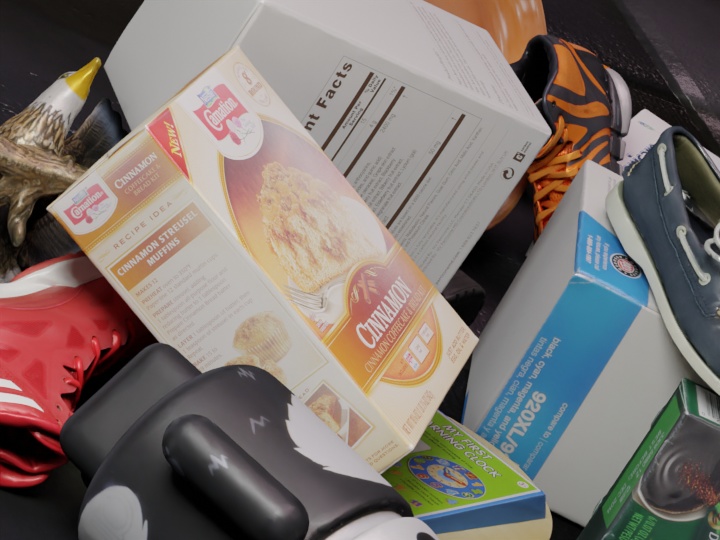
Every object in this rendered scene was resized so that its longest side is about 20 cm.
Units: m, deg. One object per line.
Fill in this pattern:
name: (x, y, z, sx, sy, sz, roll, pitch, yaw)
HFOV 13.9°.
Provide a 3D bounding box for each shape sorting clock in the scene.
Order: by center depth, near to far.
shape sorting clock: (0.006, 0.104, 1.538, 0.199, 0.039, 0.200, 16, 23, -7)

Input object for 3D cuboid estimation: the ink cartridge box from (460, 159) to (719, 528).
ink cartridge box: (0.177, 0.066, 1.674, 0.199, 0.145, 0.147, 27, 26, -7)

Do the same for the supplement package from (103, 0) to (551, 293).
supplement package: (-0.020, -0.094, 1.630, 0.199, 0.120, 0.121, 23, 24, -30)

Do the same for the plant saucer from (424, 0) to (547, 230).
plant saucer: (0.057, -0.123, 1.817, 0.037, 0.201, 0.200, 2, 10, 30)

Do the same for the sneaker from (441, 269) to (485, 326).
sneaker: (0.002, -0.002, 1.719, 0.104, 0.060, 0.200, 44, 22, 25)

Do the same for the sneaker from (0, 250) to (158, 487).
sneaker: (-0.147, 0.056, 1.440, 0.199, 0.078, 0.116, -8, 51, -36)

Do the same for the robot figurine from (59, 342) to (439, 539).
robot figurine: (-0.045, 0.122, 1.342, 0.200, 0.125, 0.150, 42, 27, 25)

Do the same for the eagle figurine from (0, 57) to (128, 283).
eagle figurine: (-0.185, -0.054, 1.561, 0.200, 0.150, 0.152, -175, -114, -79)

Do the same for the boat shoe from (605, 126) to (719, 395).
boat shoe: (0.199, 0.004, 1.573, 0.075, 0.062, 0.200, 12, 35, -33)

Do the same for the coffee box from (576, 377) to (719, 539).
coffee box: (0.231, 0.153, 1.601, 0.199, 0.123, 0.044, 27, 23, -12)

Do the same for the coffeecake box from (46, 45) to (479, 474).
coffeecake box: (-0.044, 0.003, 1.466, 0.200, 0.073, 0.154, 50, 24, -6)

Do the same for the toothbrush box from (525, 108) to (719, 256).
toothbrush box: (0.229, -0.006, 1.943, 0.200, 0.085, 0.146, 35, 26, 8)

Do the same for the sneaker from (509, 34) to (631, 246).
sneaker: (0.115, -0.051, 1.818, 0.112, 0.077, 0.201, 28, 53, -51)
